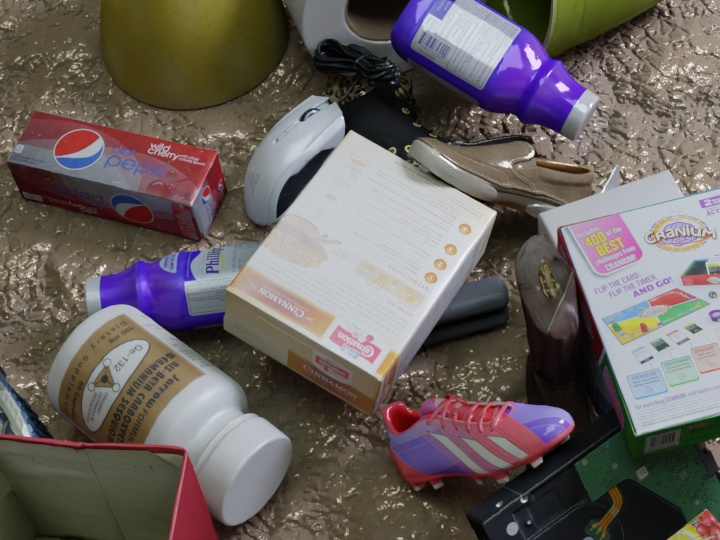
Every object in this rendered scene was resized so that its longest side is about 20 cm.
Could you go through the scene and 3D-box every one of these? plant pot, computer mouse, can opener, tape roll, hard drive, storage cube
[{"bbox_3d":[-0.179,-0.287,1.607,0.199,0.142,0.201,-2,55,3],"label":"plant pot"},{"bbox_3d":[-0.052,-0.133,1.499,0.110,0.044,0.200,34,89,44],"label":"computer mouse"},{"bbox_3d":[0.226,-0.319,1.575,0.192,0.201,0.201,-15,54,-19],"label":"plant pot"},{"bbox_3d":[0.034,0.040,1.414,0.199,0.053,0.067,-11,54,-2],"label":"can opener"},{"bbox_3d":[0.014,-0.312,1.569,0.202,0.203,0.139,-19,55,-7],"label":"tape roll"},{"bbox_3d":[0.195,0.196,1.247,0.200,0.140,0.038,-33,18,-15],"label":"hard drive"},{"bbox_3d":[-0.214,0.251,1.217,0.170,0.180,0.201,3,57,8],"label":"storage cube"}]

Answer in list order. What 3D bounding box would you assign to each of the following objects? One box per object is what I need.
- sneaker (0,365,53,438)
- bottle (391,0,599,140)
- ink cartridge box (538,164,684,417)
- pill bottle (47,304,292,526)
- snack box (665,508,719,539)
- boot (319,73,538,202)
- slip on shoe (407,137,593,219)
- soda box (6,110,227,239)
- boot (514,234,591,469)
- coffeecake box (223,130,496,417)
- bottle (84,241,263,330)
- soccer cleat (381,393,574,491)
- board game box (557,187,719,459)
[{"bbox_3d":[-0.334,0.134,1.384,0.085,0.077,0.200,-40,53,-9],"label":"sneaker"},{"bbox_3d":[0.129,-0.194,1.485,0.200,0.065,0.084,32,84,9],"label":"bottle"},{"bbox_3d":[0.237,0.022,1.360,0.125,0.129,0.200,-18,56,-6],"label":"ink cartridge box"},{"bbox_3d":[-0.160,0.125,1.337,0.200,0.114,0.114,33,65,25],"label":"pill bottle"},{"bbox_3d":[0.196,0.290,1.154,0.200,0.169,0.068,-32,55,-15],"label":"snack box"},{"bbox_3d":[0.058,-0.130,1.520,0.199,0.073,0.151,-17,55,1],"label":"boot"},{"bbox_3d":[0.131,-0.091,1.421,0.061,0.200,0.076,-64,30,10],"label":"slip on shoe"},{"bbox_3d":[-0.235,-0.092,1.526,0.199,0.063,0.070,14,59,14],"label":"soda box"},{"bbox_3d":[0.161,0.093,1.274,0.064,0.200,0.187,-10,55,-1],"label":"boot"},{"bbox_3d":[0.000,0.000,1.356,0.153,0.073,0.200,30,61,11],"label":"coffeecake box"},{"bbox_3d":[-0.148,0.017,1.434,0.199,0.066,0.084,-7,22,2],"label":"bottle"},{"bbox_3d":[0.089,0.129,1.269,0.067,0.200,0.077,-32,96,-36],"label":"soccer cleat"},{"bbox_3d":[0.257,0.037,1.246,0.152,0.040,0.200,-13,56,-2],"label":"board game box"}]
